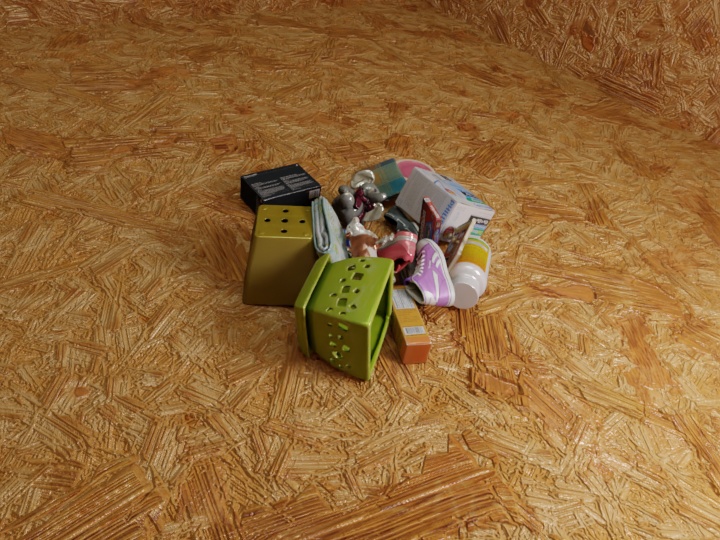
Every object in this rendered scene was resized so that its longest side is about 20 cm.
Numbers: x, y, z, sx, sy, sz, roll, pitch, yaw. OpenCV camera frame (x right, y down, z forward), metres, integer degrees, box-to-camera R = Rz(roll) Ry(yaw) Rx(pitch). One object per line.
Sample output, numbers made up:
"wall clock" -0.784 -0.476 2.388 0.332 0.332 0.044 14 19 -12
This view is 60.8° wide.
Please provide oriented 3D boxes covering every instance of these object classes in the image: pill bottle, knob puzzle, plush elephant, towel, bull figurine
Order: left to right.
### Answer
"towel" -0.067 -0.060 1.487 0.047 0.172 0.202 -16 47 10
"plush elephant" 0.005 -0.193 1.750 0.154 0.166 0.200 -33 26 -12
"bull figurine" 0.020 -0.040 1.507 0.120 0.065 0.203 -14 68 28
"towel" 0.067 -0.281 1.951 0.145 0.022 0.201 -20 41 1
"knob puzzle" 0.225 -0.038 1.596 0.030 0.221 0.221 27 38 -3
"pill bottle" 0.279 0.007 1.606 0.109 0.112 0.201 16 38 7

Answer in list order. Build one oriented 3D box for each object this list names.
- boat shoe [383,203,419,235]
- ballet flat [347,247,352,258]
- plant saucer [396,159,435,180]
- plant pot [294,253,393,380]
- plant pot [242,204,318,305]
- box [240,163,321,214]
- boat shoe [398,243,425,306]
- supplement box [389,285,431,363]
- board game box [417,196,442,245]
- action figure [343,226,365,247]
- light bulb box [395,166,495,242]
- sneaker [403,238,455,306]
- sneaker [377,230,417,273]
"boat shoe" 0.129 -0.116 1.776 0.061 0.073 0.201 -27 48 -4
"ballet flat" 0.000 0.000 1.570 0.071 0.072 0.199 -25 51 -37
"plant saucer" 0.171 -0.311 2.031 0.197 0.051 0.202 7 37 -5
"plant pot" -0.037 0.090 1.346 0.179 0.201 0.201 13 48 13
"plant pot" -0.185 -0.049 1.500 0.197 0.178 0.201 2 38 -5
"box" -0.237 -0.235 1.814 0.198 0.080 0.141 -19 50 -32
"boat shoe" 0.141 0.014 1.599 0.073 0.074 0.202 4 51 -21
"supplement box" 0.107 0.125 1.454 0.068 0.067 0.201 -1 39 -12
"board game box" 0.177 -0.081 1.620 0.019 0.202 0.104 -7 40 -12
"action figure" -0.058 -0.106 1.672 0.198 0.066 0.099 3 34 32
"light bulb box" 0.246 -0.183 1.780 0.197 0.126 0.200 5 31 -46
"sneaker" 0.152 -0.001 1.510 0.113 0.073 0.202 1 48 -23
"sneaker" 0.066 -0.028 1.562 0.073 0.199 0.088 18 59 -32
